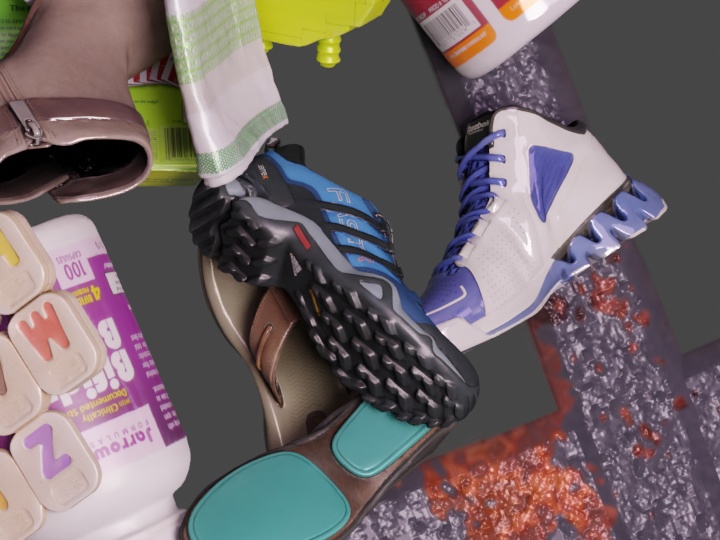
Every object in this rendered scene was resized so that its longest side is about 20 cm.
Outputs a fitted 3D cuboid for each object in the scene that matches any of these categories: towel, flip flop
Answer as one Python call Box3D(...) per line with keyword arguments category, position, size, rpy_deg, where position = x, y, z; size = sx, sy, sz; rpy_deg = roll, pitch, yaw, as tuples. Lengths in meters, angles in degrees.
Box3D(category="towel", position=(-0.081, -0.160, 1.293), size=(0.030, 0.149, 0.202), rpy_deg=(-7, 105, 10))
Box3D(category="flip flop", position=(-0.035, 0.050, 1.355), size=(0.081, 0.058, 0.202), rpy_deg=(-14, 86, -22))

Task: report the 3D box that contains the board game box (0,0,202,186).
Box3D(category="board game box", position=(-0.187, -0.101, 1.331), size=(0.198, 0.048, 0.102), rpy_deg=(-1, 80, -21))

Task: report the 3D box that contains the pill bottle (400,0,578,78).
Box3D(category="pill bottle", position=(0.046, -0.224, 1.404), size=(0.113, 0.113, 0.200), rpy_deg=(-41, 96, -21))

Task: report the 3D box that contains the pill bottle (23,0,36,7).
Box3D(category="pill bottle", position=(-0.190, -0.254, 1.303), size=(0.114, 0.114, 0.201), rpy_deg=(-24, 78, -22))

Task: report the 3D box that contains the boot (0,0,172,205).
Box3D(category="boot", position=(-0.147, -0.090, 1.234), size=(0.199, 0.146, 0.071), rpy_deg=(-21, 128, -24))

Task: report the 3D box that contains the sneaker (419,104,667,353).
Box3D(category="sneaker", position=(0.082, -0.031, 1.409), size=(0.199, 0.081, 0.116), rpy_deg=(-35, 90, -29))

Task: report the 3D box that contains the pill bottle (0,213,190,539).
Box3D(category="pill bottle", position=(-0.159, 0.080, 1.275), size=(0.112, 0.112, 0.201), rpy_deg=(-24, 89, -22))

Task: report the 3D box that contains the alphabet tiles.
Box3D(category="alphabet tiles", position=(-0.229, 0.060, 1.230), size=(0.199, 0.015, 0.196), rpy_deg=(-35, 85, 21))

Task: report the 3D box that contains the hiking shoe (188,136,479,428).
Box3D(category="hiking shoe", position=(0.000, 0.000, 1.304), size=(0.200, 0.075, 0.087), rpy_deg=(43, 52, 12))

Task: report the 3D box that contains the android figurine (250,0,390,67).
Box3D(category="android figurine", position=(-0.036, -0.216, 1.354), size=(0.041, 0.181, 0.202), rpy_deg=(-39, 135, -57))

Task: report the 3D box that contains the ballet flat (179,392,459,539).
Box3D(category="ballet flat", position=(-0.019, 0.123, 1.299), size=(0.199, 0.069, 0.068), rpy_deg=(-31, 66, -31))
